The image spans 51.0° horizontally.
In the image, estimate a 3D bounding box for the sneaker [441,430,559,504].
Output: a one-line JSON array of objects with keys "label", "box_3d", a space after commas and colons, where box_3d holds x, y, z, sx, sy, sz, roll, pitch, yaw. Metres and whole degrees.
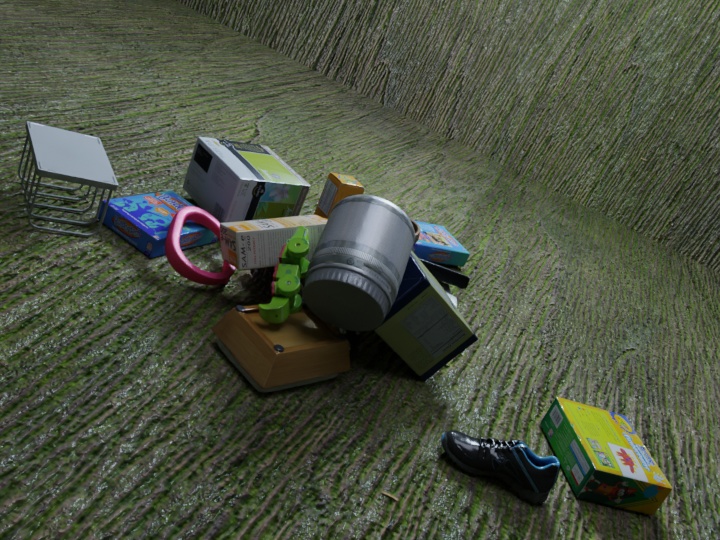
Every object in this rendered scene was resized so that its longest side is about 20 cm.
[{"label": "sneaker", "box_3d": [0.231, 0.303, 1.247, 0.199, 0.082, 0.073, 24, 25, 1]}]

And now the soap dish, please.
[{"label": "soap dish", "box_3d": [-0.128, 0.121, 1.281, 0.199, 0.082, 0.157, -5, 37, -47]}]

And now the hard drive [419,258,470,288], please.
[{"label": "hard drive", "box_3d": [0.166, -0.002, 1.801, 0.139, 0.033, 0.200, 20, 3, -11]}]

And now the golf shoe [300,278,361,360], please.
[{"label": "golf shoe", "box_3d": [-0.060, 0.082, 1.413, 0.077, 0.088, 0.201, 13, 57, -57]}]

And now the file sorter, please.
[{"label": "file sorter", "box_3d": [-0.556, -0.168, 1.415, 0.138, 0.125, 0.200, 9, 28, -35]}]

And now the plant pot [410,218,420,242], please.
[{"label": "plant pot", "box_3d": [0.040, -0.073, 1.811, 0.199, 0.093, 0.201, 7, 22, -3]}]

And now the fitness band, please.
[{"label": "fitness band", "box_3d": [-0.303, -0.047, 1.454, 0.143, 0.037, 0.201, 31, 30, -25]}]

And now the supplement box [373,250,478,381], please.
[{"label": "supplement box", "box_3d": [0.091, 0.063, 1.449, 0.200, 0.134, 0.200, 47, 9, -35]}]

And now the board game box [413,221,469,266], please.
[{"label": "board game box", "box_3d": [0.174, -0.079, 2.024, 0.199, 0.045, 0.152, 8, 28, -33]}]

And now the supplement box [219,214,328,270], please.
[{"label": "supplement box", "box_3d": [-0.152, -0.056, 1.415, 0.199, 0.074, 0.126, -8, 13, -24]}]

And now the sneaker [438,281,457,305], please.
[{"label": "sneaker", "box_3d": [0.148, 0.064, 1.695, 0.115, 0.074, 0.200, 19, 14, -9]}]

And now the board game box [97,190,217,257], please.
[{"label": "board game box", "box_3d": [-0.400, -0.098, 1.521, 0.152, 0.045, 0.200, 33, 24, 18]}]

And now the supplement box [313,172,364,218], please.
[{"label": "supplement box", "box_3d": [-0.064, -0.115, 1.688, 0.066, 0.201, 0.069, 7, 29, -35]}]

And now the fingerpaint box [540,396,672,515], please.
[{"label": "fingerpaint box", "box_3d": [0.446, 0.340, 1.391, 0.166, 0.074, 0.200, 16, 25, -16]}]

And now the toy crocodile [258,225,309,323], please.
[{"label": "toy crocodile", "box_3d": [-0.123, 0.006, 1.289, 0.061, 0.068, 0.201, 7, 53, 6]}]

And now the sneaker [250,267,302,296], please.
[{"label": "sneaker", "box_3d": [-0.134, 0.028, 1.512, 0.199, 0.079, 0.090, 34, 6, 12]}]

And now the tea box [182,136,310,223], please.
[{"label": "tea box", "box_3d": [-0.255, -0.188, 1.686, 0.196, 0.134, 0.200, -1, 34, -43]}]

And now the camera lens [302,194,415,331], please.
[{"label": "camera lens", "box_3d": [0.000, -0.018, 1.304, 0.159, 0.160, 0.201, 23, 55, -4]}]
